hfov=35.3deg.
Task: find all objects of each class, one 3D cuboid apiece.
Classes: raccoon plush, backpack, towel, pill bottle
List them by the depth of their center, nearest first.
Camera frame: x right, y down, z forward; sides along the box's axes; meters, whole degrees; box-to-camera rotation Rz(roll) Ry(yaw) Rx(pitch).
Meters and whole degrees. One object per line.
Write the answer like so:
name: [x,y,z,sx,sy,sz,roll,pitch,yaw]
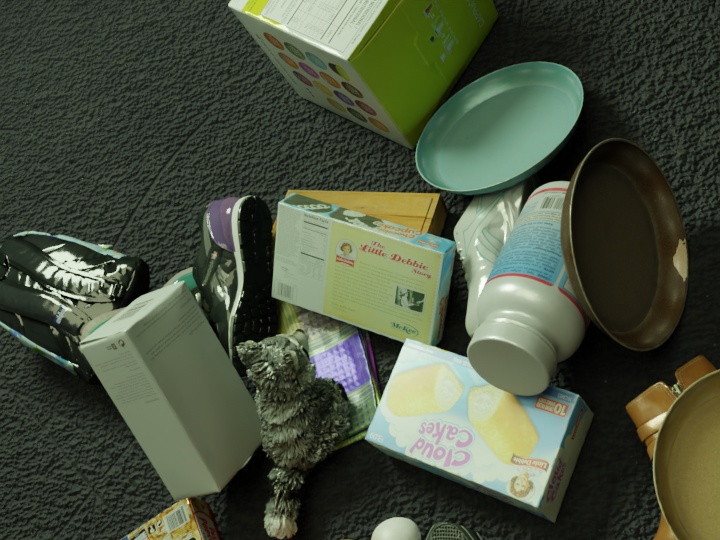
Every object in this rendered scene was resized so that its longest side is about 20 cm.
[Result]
pill bottle: [0.178,0.018,1.100,0.108,0.109,0.201,10,52,29]
raccoon plush: [-0.076,0.162,1.156,0.096,0.134,0.203,-8,65,21]
towel: [-0.053,0.106,1.263,0.142,0.023,0.202,-23,60,15]
backpack: [-0.367,0.034,1.391,0.198,0.154,0.165,19,83,7]

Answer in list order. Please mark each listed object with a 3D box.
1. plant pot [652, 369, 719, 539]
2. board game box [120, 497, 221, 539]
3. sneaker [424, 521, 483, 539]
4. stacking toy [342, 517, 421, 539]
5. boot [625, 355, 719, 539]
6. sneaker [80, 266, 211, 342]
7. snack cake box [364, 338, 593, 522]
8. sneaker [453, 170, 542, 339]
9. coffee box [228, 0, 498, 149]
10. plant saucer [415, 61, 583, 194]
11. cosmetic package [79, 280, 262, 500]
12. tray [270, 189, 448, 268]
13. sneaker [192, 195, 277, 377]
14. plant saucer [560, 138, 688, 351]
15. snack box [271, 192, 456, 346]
plant pot: [0.346,0.179,0.965,0.197,0.028,0.203,-1,67,1]
board game box: [-0.201,0.367,1.205,0.151,0.046,0.201,-33,58,10]
sneaker: [0.088,0.331,1.053,0.079,0.086,0.202,-14,62,18]
stacking toy: [-0.022,0.314,1.112,0.200,0.147,0.146,-40,55,-16]
boot: [0.285,0.182,1.020,0.199,0.077,0.156,-36,63,1]
sneaker: [-0.218,0.060,1.297,0.199,0.072,0.080,-28,29,-20]
snack cake box: [0.117,0.156,1.128,0.198,0.067,0.116,16,75,31]
sneaker: [0.137,-0.014,1.200,0.079,0.070,0.202,0,61,32]
coffee box: [0.010,-0.299,1.306,0.197,0.200,0.201,30,82,32]
plant saucer: [0.154,-0.151,1.238,0.198,0.028,0.201,-22,38,18]
cosmetic package: [-0.192,0.128,1.199,0.080,0.202,0.113,-16,17,36]
tray: [-0.008,-0.042,1.285,0.198,0.037,0.099,3,55,28]
sneaker: [-0.148,0.019,1.283,0.087,0.075,0.203,-2,84,35]
plant saucer: [0.248,-0.024,1.077,0.032,0.199,0.203,-9,62,46]
snack box: [0.000,0.000,1.216,0.198,0.037,0.118,18,118,21]
